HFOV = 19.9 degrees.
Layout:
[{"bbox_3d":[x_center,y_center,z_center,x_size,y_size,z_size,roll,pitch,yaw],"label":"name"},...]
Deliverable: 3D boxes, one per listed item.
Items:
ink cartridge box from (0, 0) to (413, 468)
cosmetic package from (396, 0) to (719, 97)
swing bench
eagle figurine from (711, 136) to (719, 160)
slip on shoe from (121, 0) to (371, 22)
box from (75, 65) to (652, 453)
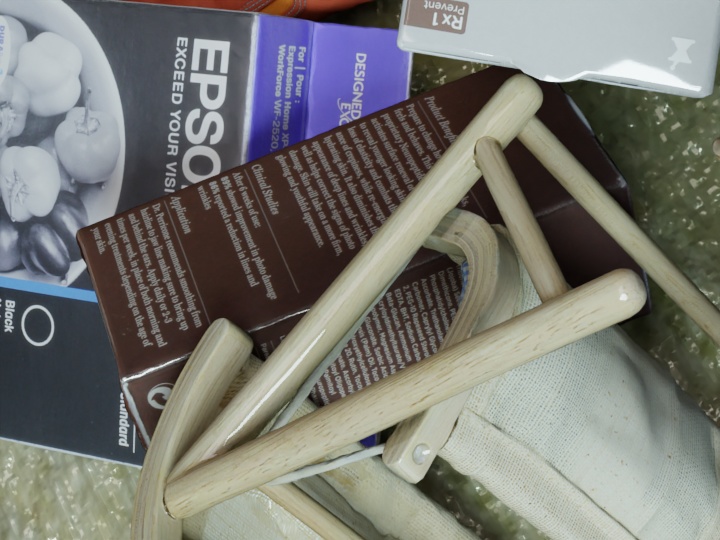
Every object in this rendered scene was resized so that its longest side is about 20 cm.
[{"bbox_3d":[-0.080,-0.013,0.875,0.198,0.043,0.200,7,97,25],"label":"ink cartridge box"},{"bbox_3d":[0.078,-0.115,0.732,0.106,0.200,0.091,9,98,4],"label":"cosmetic package"},{"bbox_3d":[0.051,0.081,0.717,0.200,0.199,0.130,-38,36,14],"label":"swing bench"},{"bbox_3d":[0.158,0.075,0.541,0.149,0.201,0.153,-11,49,-2],"label":"eagle figurine"},{"bbox_3d":[-0.028,-0.132,0.891,0.198,0.074,0.062,3,117,18],"label":"slip on shoe"},{"bbox_3d":[0.000,0.000,0.787,0.198,0.075,0.100,-22,40,-3],"label":"box"}]
